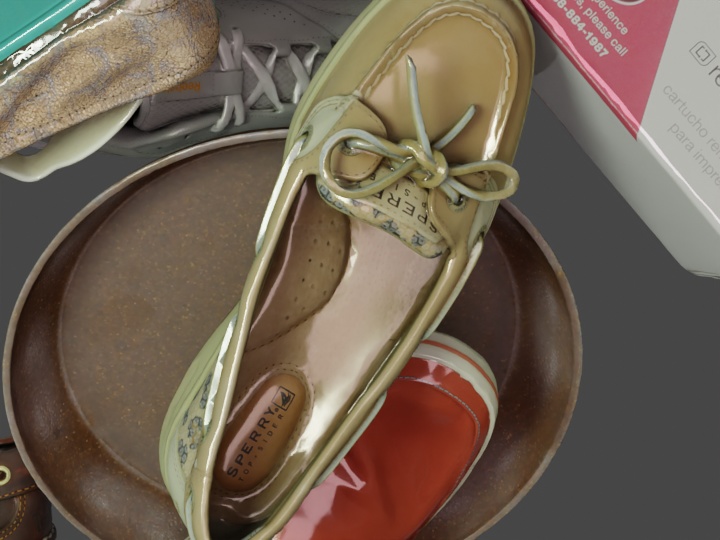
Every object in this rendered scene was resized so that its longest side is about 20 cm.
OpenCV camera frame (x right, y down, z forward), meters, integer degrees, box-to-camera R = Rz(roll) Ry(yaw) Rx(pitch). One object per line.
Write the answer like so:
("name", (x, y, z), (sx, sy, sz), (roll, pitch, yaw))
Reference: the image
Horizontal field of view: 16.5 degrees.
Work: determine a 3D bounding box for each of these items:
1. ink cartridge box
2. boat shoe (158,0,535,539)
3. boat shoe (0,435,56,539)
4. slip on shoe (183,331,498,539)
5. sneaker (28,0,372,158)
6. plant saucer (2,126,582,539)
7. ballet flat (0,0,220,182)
("ink cartridge box", (0.150, -0.115, 0.842), (0.200, 0.083, 0.147), (-43, 100, -7))
("boat shoe", (0.000, 0.000, 0.776), (0.073, 0.063, 0.200), (22, 100, -11))
("boat shoe", (-0.208, 0.091, 0.876), (0.199, 0.070, 0.071), (-3, 107, -12))
("slip on shoe", (-0.023, 0.099, 0.857), (0.074, 0.061, 0.200), (34, 114, -23))
("sneaker", (-0.045, -0.063, 0.849), (0.199, 0.092, 0.076), (-1, 99, -5))
("plant saucer", (-0.024, 0.029, 0.865), (0.199, 0.035, 0.201), (-2, 124, -3))
("ballet flat", (-0.129, -0.041, 0.752), (0.200, 0.068, 0.067), (-24, 139, 13))
